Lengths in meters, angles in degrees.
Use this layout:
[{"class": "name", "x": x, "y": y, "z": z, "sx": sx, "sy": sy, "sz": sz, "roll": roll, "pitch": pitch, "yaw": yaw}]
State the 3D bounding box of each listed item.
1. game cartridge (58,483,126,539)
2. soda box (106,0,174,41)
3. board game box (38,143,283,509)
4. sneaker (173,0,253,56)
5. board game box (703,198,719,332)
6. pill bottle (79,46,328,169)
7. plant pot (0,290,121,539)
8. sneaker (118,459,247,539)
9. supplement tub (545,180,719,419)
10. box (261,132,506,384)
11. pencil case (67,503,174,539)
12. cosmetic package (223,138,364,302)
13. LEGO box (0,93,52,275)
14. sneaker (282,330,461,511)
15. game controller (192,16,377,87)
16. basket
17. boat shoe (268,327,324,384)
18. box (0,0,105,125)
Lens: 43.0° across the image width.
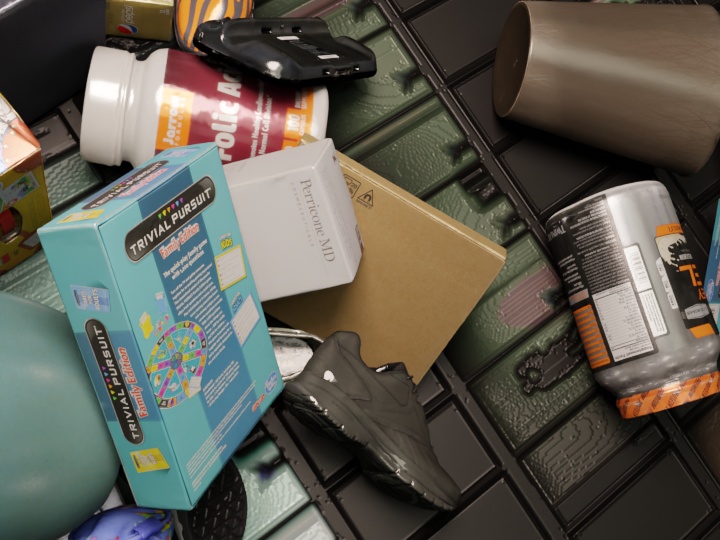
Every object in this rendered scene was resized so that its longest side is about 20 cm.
[{"class": "game cartridge", "x": -0.262, "y": 0.174, "z": 0.722, "sx": 0.128, "sy": 0.038, "sz": 0.202, "roll": -23, "pitch": 83, "yaw": -16}, {"class": "soda box", "x": -0.203, "y": -0.322, "z": 0.851, "sx": 0.063, "sy": 0.068, "sz": 0.203, "roll": 2, "pitch": 75, "yaw": -14}, {"class": "board game box", "x": -0.126, "y": 0.034, "z": 0.632, "sx": 0.151, "sy": 0.046, "sz": 0.202, "roll": -51, "pitch": 133, "yaw": -58}, {"class": "sneaker", "x": -0.118, "y": -0.299, "z": 0.845, "sx": 0.077, "sy": 0.112, "sz": 0.202, "roll": 20, "pitch": 71, "yaw": -9}, {"class": "board game box", "x": 0.453, "y": 0.021, "z": 0.938, "sx": 0.197, "sy": 0.047, "sz": 0.153, "roll": 12, "pitch": 87, "yaw": -12}, {"class": "pill bottle", "x": -0.135, "y": -0.127, "z": 0.794, "sx": 0.197, "sy": 0.114, "sz": 0.116, "roll": 8, "pitch": 73, "yaw": -14}, {"class": "plant pot", "x": -0.258, "y": 0.105, "z": 0.625, "sx": 0.159, "sy": 0.200, "sz": 0.204, "roll": 7, "pitch": 72, "yaw": -37}, {"class": "sneaker", "x": -0.157, "y": 0.153, "z": 0.737, "sx": 0.072, "sy": 0.082, "sz": 0.202, "roll": -39, "pitch": 117, "yaw": -47}, {"class": "supplement tub", "x": 0.259, "y": 0.029, "z": 0.860, "sx": 0.121, "sy": 0.123, "sz": 0.203, "roll": -13, "pitch": 80, "yaw": -18}, {"class": "box", "x": 0.000, "y": 0.000, "z": 0.788, "sx": 0.198, "sy": 0.164, "sz": 0.021, "roll": 29, "pitch": 28, "yaw": -8}, {"class": "pencil case", "x": -0.153, "y": 0.275, "z": 0.676, "sx": 0.078, "sy": 0.086, "sz": 0.203, "roll": -24, "pitch": 101, "yaw": -60}, {"class": "cosmetic package", "x": -0.106, "y": -0.028, "z": 0.734, "sx": 0.197, "sy": 0.074, "sz": 0.103, "roll": -13, "pitch": 113, "yaw": 15}, {"class": "LEGO box", "x": -0.309, "y": -0.091, "z": 0.690, "sx": 0.077, "sy": 0.200, "sz": 0.149, "roll": -38, "pitch": 87, "yaw": -22}, {"class": "sneaker", "x": 0.027, "y": 0.130, "z": 0.772, "sx": 0.200, "sy": 0.076, "sz": 0.091, "roll": 47, "pitch": 62, "yaw": -26}, {"class": "game controller", "x": -0.059, "y": -0.192, "z": 0.807, "sx": 0.104, "sy": 0.042, "sz": 0.200, "roll": 36, "pitch": 27, "yaw": 13}, {"class": "basket", "x": 0.242, "y": -0.196, "z": 0.913, "sx": 0.197, "sy": 0.136, "sz": 0.183, "roll": 8, "pitch": 72, "yaw": -10}, {"class": "boat shoe", "x": -0.125, "y": 0.077, "z": 0.769, "sx": 0.197, "sy": 0.064, "sz": 0.072, "roll": -7, "pitch": 77, "yaw": -17}, {"class": "box", "x": -0.307, "y": -0.246, "z": 0.733, "sx": 0.123, "sy": 0.200, "sz": 0.199, "roll": -38, "pitch": 88, "yaw": -22}]
